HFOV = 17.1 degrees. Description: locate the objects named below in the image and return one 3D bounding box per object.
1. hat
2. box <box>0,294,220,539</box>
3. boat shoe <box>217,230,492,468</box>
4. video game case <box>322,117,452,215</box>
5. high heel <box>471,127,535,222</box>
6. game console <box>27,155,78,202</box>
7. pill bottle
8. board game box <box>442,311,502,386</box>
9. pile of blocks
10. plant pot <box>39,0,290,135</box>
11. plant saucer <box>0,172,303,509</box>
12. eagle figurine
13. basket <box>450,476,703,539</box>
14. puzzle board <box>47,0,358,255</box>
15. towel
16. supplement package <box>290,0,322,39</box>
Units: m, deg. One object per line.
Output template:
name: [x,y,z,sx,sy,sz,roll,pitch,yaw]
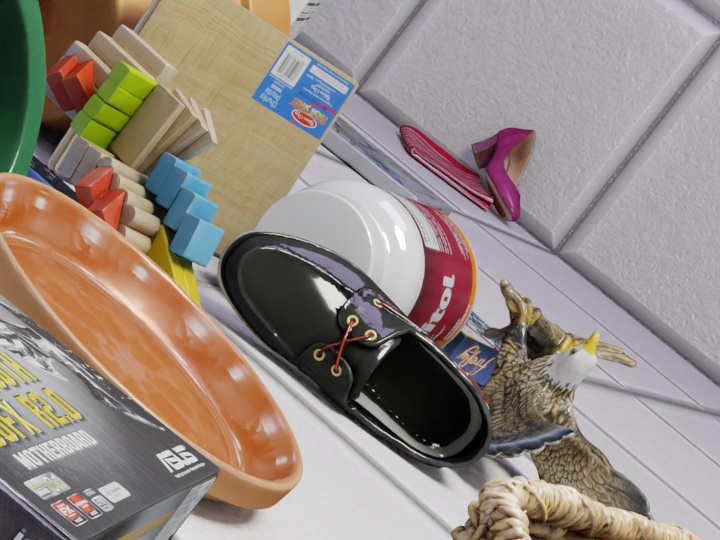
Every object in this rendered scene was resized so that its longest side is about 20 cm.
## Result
hat: [-0.260,-0.094,1.131,0.176,0.166,0.200,8,11,19]
box: [-0.145,0.052,0.855,0.158,0.048,0.200,39,7,7]
boat shoe: [0.000,0.046,1.456,0.201,0.074,0.063,40,-1,-14]
video game case: [0.007,-0.129,2.736,0.200,0.022,0.182,39,7,12]
high heel: [0.222,-0.141,3.390,0.200,0.096,0.067,-108,-179,-50]
game console: [-0.199,-0.109,1.310,0.171,0.118,0.200,40,9,21]
pill bottle: [0.000,0.000,1.589,0.113,0.113,0.200,40,9,18]
board game box: [0.040,0.022,1.936,0.200,0.035,0.135,42,9,32]
pile of blocks: [-0.123,-0.053,1.283,0.062,0.082,0.200,27,38,-56]
plant pot: [-0.166,-0.167,1.608,0.200,0.200,0.140,41,25,27]
plant saucer: [-0.108,0.036,1.106,0.200,0.032,0.200,43,11,-11]
eagle figurine: [0.121,0.101,1.612,0.152,0.151,0.200,-1,45,3]
basket: [0.087,0.175,0.801,0.143,0.149,0.200,42,8,32]
puzzle board: [-0.101,-0.098,1.568,0.017,0.151,0.200,36,5,39]
towel: [0.120,-0.148,3.366,0.145,0.022,0.200,35,8,-10]
supplement package: [-0.132,-0.196,1.817,0.152,0.200,0.151,37,7,-2]
